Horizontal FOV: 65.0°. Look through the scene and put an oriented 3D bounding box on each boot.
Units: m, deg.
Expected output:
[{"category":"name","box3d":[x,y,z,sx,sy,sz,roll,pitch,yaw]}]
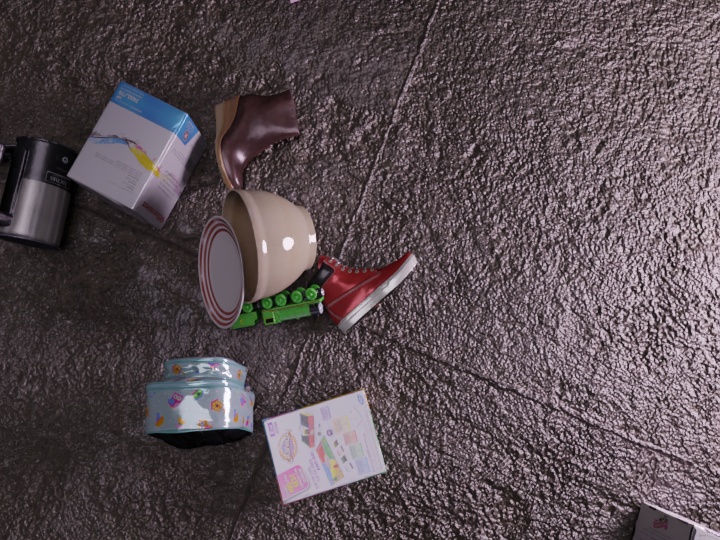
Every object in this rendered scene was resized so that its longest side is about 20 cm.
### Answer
[{"category":"boot","box3d":[-0.201,-0.259,1.117,0.162,0.072,0.205,-8,77,1]},{"category":"boot","box3d":[0.000,0.000,1.077,0.199,0.072,0.145,-39,81,-3]}]

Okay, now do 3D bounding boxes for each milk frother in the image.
[{"category":"milk frother","box3d":[-0.662,-0.151,1.083,0.197,0.179,0.193,-1,76,44]}]

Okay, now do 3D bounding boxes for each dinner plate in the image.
[{"category":"dinner plate","box3d":[-0.250,0.003,1.033,0.024,0.199,0.205,-7,78,-38]}]

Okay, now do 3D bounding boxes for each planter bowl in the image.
[{"category":"planter bowl","box3d":[-0.162,-0.052,1.038,0.132,0.200,0.205,-10,79,-29]}]

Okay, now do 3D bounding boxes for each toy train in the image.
[{"category":"toy train","box3d":[-0.158,0.071,1.058,0.195,0.042,0.058,-11,98,11]}]

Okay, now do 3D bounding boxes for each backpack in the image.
[{"category":"backpack","box3d":[-0.275,0.228,0.971,0.171,0.200,0.157,-1,80,1]}]

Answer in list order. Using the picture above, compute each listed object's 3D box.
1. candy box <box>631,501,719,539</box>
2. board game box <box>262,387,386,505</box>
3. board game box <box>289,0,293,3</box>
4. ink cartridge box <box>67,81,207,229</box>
[{"category":"candy box","box3d":[0.514,0.513,0.939,0.070,0.168,0.204,19,81,3]},{"category":"board game box","box3d":[-0.066,0.319,1.036,0.195,0.040,0.156,-16,81,-3]},{"category":"board game box","box3d":[-0.087,-0.698,1.207,0.195,0.043,0.204,-18,81,-2]},{"category":"ink cartridge box","box3d":[-0.415,-0.211,1.072,0.144,0.147,0.203,26,81,4]}]
